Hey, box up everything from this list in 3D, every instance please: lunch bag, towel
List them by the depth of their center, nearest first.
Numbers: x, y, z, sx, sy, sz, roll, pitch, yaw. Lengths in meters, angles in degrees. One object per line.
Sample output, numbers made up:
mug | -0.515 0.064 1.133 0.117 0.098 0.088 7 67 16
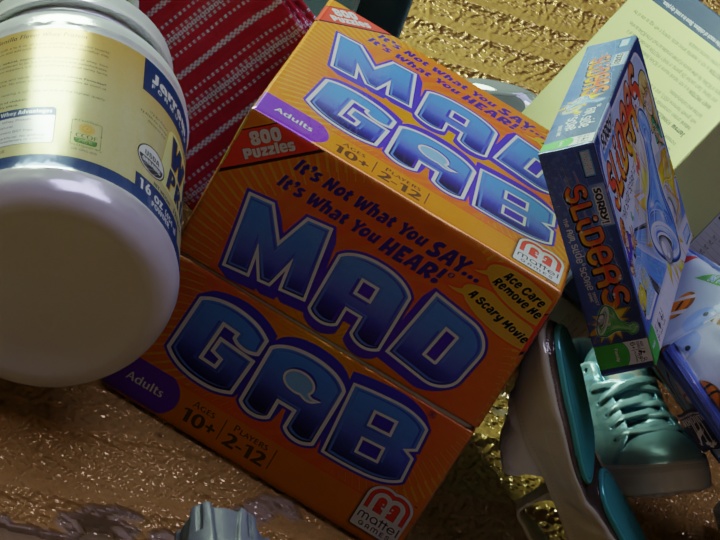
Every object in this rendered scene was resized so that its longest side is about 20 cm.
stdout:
lunch bag | 0.231 0.080 1.556 0.161 0.075 0.200 56 5 -19
towel | -0.079 -0.110 1.612 0.200 0.144 0.023 51 19 -17

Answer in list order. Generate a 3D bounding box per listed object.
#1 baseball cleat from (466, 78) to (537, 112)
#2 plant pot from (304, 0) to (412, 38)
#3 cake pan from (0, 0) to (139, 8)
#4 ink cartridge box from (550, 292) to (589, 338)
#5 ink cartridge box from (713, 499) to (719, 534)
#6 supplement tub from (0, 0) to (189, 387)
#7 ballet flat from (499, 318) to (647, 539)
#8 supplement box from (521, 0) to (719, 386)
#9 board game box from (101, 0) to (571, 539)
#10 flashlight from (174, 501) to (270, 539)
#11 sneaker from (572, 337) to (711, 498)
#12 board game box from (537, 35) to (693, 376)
baseball cleat | 0.139 -0.072 1.937 0.199 0.070 0.106 34 26 6
plant pot | -0.077 -0.207 1.819 0.199 0.197 0.196 25 26 8
cake pan | -0.223 -0.155 1.577 0.200 0.201 0.037 40 4 17
ink cartridge box | 0.089 -0.013 1.818 0.200 0.044 0.173 46 5 26
ink cartridge box | 0.331 0.185 1.612 0.145 0.145 0.200 27 25 -20
supplement tub | -0.167 -0.051 1.423 0.144 0.145 0.201 22 37 -19
ballet flat | 0.114 0.119 1.491 0.070 0.069 0.201 -88 159 -60
supplement box | 0.207 -0.059 1.728 0.134 0.200 0.200 41 5 -29
board game box | 0.000 0.000 1.522 0.199 0.201 0.200 30 27 -1
flashlight | -0.070 0.191 1.272 0.068 0.068 0.201 20 30 -16
sneaker | 0.159 0.087 1.602 0.073 0.083 0.200 -9 12 -16
board game box | 0.150 -0.042 1.498 0.200 0.034 0.136 -61 136 -64
